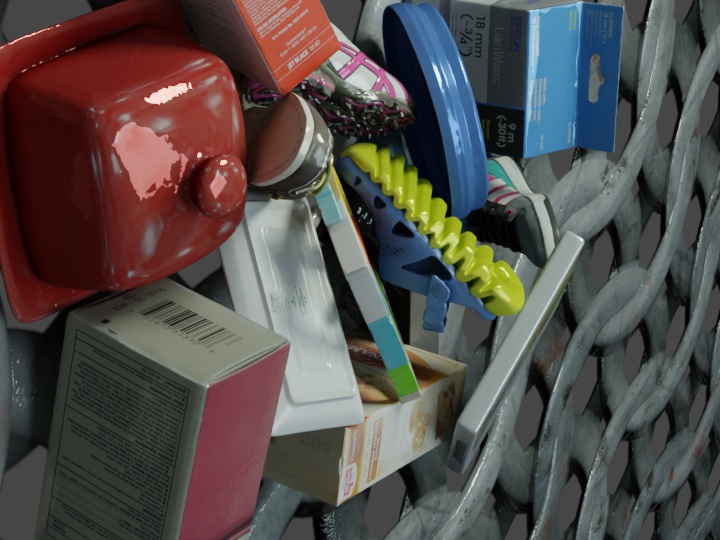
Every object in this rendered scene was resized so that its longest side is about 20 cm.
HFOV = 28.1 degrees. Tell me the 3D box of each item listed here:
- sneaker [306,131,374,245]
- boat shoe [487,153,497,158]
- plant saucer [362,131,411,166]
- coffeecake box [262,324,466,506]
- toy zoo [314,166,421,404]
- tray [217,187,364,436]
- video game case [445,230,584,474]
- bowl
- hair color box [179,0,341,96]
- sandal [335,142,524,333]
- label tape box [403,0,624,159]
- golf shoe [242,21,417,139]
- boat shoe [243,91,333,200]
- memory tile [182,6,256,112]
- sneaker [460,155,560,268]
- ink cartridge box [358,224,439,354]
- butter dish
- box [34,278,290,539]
[{"bbox_3d":[-0.039,-0.037,1.247,0.201,0.070,0.099,-61,142,-32],"label":"sneaker"},{"bbox_3d":[0.182,-0.193,1.556,0.200,0.068,0.084,-55,144,-32],"label":"boat shoe"},{"bbox_3d":[0.027,-0.082,1.394,0.070,0.019,0.200,-57,144,-29],"label":"plant saucer"},{"bbox_3d":[-0.024,0.118,1.255,0.200,0.153,0.074,-21,122,-55],"label":"coffeecake box"},{"bbox_3d":[0.000,0.000,1.162,0.132,0.020,0.200,-109,177,-45],"label":"toy zoo"},{"bbox_3d":[-0.053,0.025,1.119,0.107,0.022,0.201,-3,72,-44],"label":"tray"},{"bbox_3d":[0.137,0.078,1.301,0.201,0.023,0.182,-58,170,-16],"label":"video game case"},{"bbox_3d":[0.067,-0.143,1.284,0.039,0.201,0.201,-17,128,-6],"label":"bowl"},{"bbox_3d":[-0.100,-0.228,0.999,0.064,0.111,0.200,-42,134,-13],"label":"hair color box"},{"bbox_3d":[0.045,-0.020,1.214,0.200,0.087,0.080,49,24,-5],"label":"sandal"},{"bbox_3d":[0.140,-0.187,1.358,0.063,0.199,0.145,-32,128,-51],"label":"label tape box"},{"bbox_3d":[-0.020,-0.166,1.178,0.200,0.072,0.093,16,63,-52],"label":"golf shoe"},{"bbox_3d":[-0.052,-0.085,1.061,0.059,0.200,0.072,27,84,-19],"label":"boat shoe"},{"bbox_3d":[-0.107,-0.169,1.136,0.153,0.017,0.201,-4,105,-59],"label":"memory tile"},{"bbox_3d":[0.118,-0.048,1.417,0.120,0.200,0.084,-15,117,-6],"label":"sneaker"},{"bbox_3d":[0.035,0.009,1.333,0.039,0.100,0.201,-20,134,-22],"label":"ink cartridge box"},{"bbox_3d":[-0.142,-0.070,0.981,0.199,0.147,0.201,-33,129,-45],"label":"butter dish"},{"bbox_3d":[-0.146,0.127,1.050,0.109,0.127,0.201,-26,135,-55],"label":"box"}]
